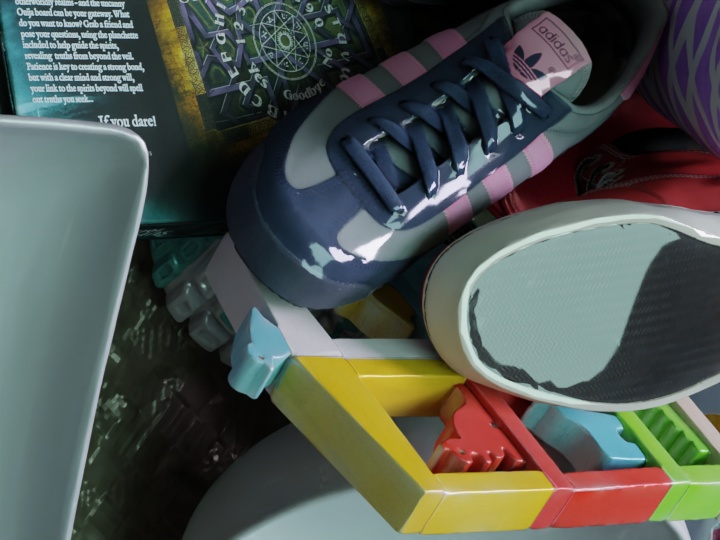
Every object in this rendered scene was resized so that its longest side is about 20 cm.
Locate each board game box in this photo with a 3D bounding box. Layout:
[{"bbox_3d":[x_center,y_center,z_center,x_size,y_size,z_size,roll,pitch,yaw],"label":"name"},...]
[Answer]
[{"bbox_3d":[-0.055,-0.080,0.987,0.200,0.028,0.136,-3,80,-46],"label":"board game box"}]

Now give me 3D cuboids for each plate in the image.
[{"bbox_3d":[-0.178,0.033,0.864,0.199,0.032,0.200,6,114,-18],"label":"plate"}]

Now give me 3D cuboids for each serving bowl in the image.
[{"bbox_3d":[0.024,0.098,1.088,0.200,0.200,0.066,36,37,-47],"label":"serving bowl"}]

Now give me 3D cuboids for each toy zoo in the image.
[{"bbox_3d":[0.033,0.037,0.982,0.199,0.131,0.021,2,129,-44],"label":"toy zoo"}]

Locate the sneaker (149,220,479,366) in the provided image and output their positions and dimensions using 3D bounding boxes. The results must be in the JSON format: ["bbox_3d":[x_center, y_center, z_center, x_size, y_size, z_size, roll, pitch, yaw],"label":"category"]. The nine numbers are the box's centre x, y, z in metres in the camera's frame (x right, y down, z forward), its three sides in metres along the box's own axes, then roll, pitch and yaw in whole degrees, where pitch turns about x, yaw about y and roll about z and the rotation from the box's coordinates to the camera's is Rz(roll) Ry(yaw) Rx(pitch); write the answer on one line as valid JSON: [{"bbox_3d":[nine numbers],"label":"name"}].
[{"bbox_3d":[0.000,0.000,1.093,0.200,0.077,0.092,29,44,-34],"label":"sneaker"}]

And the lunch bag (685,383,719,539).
[{"bbox_3d":[0.194,0.074,1.275,0.200,0.127,0.170,16,97,-50],"label":"lunch bag"}]

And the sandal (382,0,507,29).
[{"bbox_3d":[0.041,-0.127,1.055,0.200,0.048,0.076,25,56,-66],"label":"sandal"}]

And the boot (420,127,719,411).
[{"bbox_3d":[0.085,-0.009,1.034,0.199,0.144,0.073,-7,110,-30],"label":"boot"}]

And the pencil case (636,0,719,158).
[{"bbox_3d":[0.150,-0.078,1.026,0.085,0.200,0.084,8,103,-10],"label":"pencil case"}]

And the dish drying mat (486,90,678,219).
[{"bbox_3d":[0.122,-0.091,1.130,0.200,0.018,0.077,-52,122,-9],"label":"dish drying mat"}]

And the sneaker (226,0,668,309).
[{"bbox_3d":[0.033,-0.055,0.982,0.070,0.082,0.200,51,44,1],"label":"sneaker"}]
